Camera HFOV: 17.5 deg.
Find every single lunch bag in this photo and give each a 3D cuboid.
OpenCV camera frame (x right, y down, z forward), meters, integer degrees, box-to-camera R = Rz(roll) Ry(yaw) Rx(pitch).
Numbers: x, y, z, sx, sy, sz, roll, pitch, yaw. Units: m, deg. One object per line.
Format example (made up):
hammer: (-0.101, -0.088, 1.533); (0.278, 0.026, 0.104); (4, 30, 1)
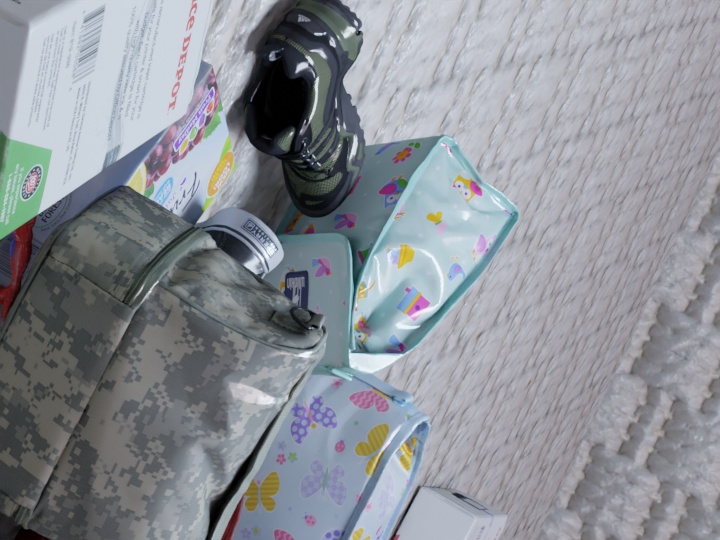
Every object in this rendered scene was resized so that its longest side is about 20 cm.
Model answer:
lunch bag: (-0.043, 0.165, 2.005); (0.127, 0.169, 0.201); (-19, 134, -65)
lunch bag: (0.000, 0.000, 1.842); (0.170, 0.122, 0.200); (-2, -132, 56)
lunch bag: (-0.129, 0.076, 1.389); (0.200, 0.167, 0.139); (-60, 174, 18)

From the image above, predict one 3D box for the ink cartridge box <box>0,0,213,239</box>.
ink cartridge box: (-0.168, -0.125, 1.304); (0.200, 0.083, 0.147); (-40, 152, -51)

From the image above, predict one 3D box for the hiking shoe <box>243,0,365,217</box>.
hiking shoe: (-0.052, -0.109, 1.733); (0.101, 0.076, 0.201); (-39, 145, -34)

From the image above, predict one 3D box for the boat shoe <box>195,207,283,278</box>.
boat shoe: (-0.115, 0.014, 1.632); (0.068, 0.074, 0.199); (-49, -167, -22)

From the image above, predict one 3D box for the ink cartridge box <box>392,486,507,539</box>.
ink cartridge box: (0.098, 0.348, 2.889); (0.148, 0.085, 0.200); (-63, 165, 1)

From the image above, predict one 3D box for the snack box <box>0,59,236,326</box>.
snack box: (-0.161, -0.034, 1.527); (0.200, 0.053, 0.142); (-55, 165, -18)

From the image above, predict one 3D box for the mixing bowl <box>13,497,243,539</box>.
mixing bowl: (-0.185, 0.206, 1.687); (0.200, 0.108, 0.200); (-49, -165, 18)

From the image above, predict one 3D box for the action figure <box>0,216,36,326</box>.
action figure: (-0.193, -0.046, 1.391); (0.200, 0.065, 0.099); (-42, 156, -54)
